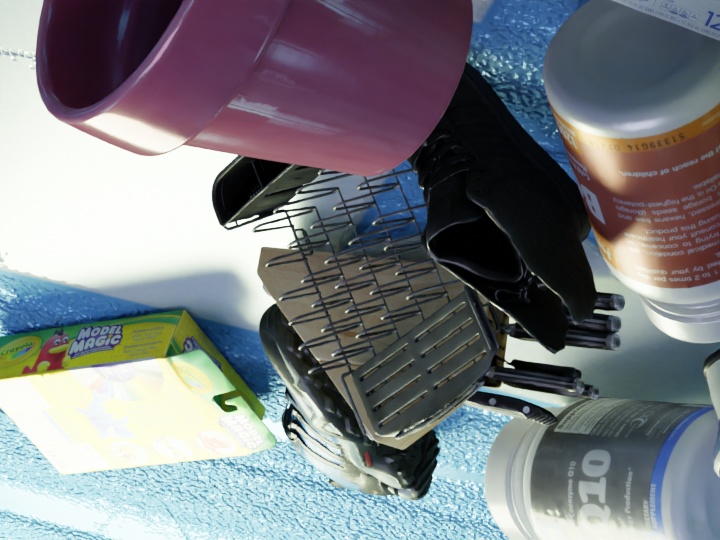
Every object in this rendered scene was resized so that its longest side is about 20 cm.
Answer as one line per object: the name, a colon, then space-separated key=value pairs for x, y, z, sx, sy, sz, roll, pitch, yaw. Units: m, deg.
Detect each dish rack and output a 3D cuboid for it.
dish rack: x=0.000 y=0.000 z=1.524 sx=0.153 sy=0.055 sz=0.200 roll=-39 pitch=70 yaw=49

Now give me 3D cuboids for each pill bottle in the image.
pill bottle: x=0.176 y=0.139 z=1.626 sx=0.114 sy=0.114 sz=0.200 roll=42 pitch=157 yaw=-27
pill bottle: x=0.176 y=-0.054 z=1.411 sx=0.112 sy=0.112 sz=0.200 roll=1 pitch=140 yaw=23

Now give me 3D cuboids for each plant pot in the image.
plant pot: x=-0.048 y=-0.140 z=1.357 sx=0.179 sy=0.200 sz=0.200 roll=21 pitch=147 yaw=-29

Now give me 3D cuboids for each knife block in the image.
knife block: x=0.057 y=0.022 z=1.602 sx=0.200 sy=0.176 sz=0.064 roll=53 pitch=-172 yaw=17

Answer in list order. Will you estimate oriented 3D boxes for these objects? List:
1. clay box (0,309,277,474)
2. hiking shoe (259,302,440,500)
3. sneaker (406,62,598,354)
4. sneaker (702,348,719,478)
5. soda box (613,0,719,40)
clay box: x=-0.159 y=0.087 z=1.803 sx=0.200 sy=0.048 sz=0.115 roll=-9 pitch=135 yaw=32
hiking shoe: x=-0.026 y=0.095 z=1.730 sx=0.087 sy=0.074 sz=0.200 roll=-7 pitch=136 yaw=31
sneaker: x=0.062 y=-0.046 z=1.433 sx=0.200 sy=0.104 sz=0.060 roll=43 pitch=126 yaw=5
sneaker: x=0.292 y=0.051 z=1.525 sx=0.199 sy=0.115 sz=0.081 roll=-12 pitch=144 yaw=-6
soda box: x=0.113 y=-0.191 z=1.301 sx=0.200 sy=0.068 sz=0.063 roll=21 pitch=143 yaw=0
